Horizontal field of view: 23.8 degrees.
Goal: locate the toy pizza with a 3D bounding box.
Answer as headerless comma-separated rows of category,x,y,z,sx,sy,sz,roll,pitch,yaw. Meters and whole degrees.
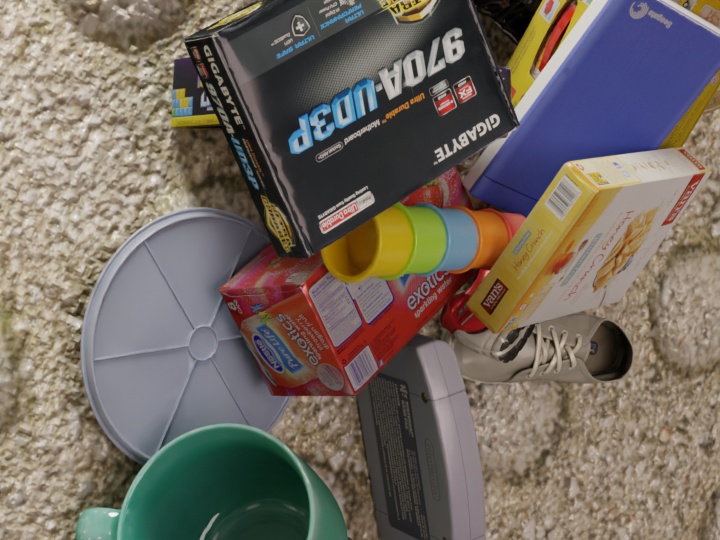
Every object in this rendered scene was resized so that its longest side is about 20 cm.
toy pizza,-0.126,0.053,1.290,0.199,0.032,0.202,-5,99,-37

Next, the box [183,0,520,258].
box,-0.002,-0.124,1.145,0.199,0.046,0.160,-32,108,-28

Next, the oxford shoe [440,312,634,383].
oxford shoe,0.157,0.064,1.467,0.199,0.058,0.076,5,97,-32

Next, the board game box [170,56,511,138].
board game box,-0.015,-0.128,1.262,0.199,0.165,0.057,1,93,-34

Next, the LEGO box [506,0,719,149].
LEGO box,0.209,-0.169,1.368,0.148,0.077,0.201,11,120,-33

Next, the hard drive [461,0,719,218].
hard drive,0.185,-0.121,1.322,0.131,0.025,0.201,20,115,-36

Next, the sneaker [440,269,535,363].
sneaker,0.130,-0.018,1.432,0.201,0.084,0.077,-56,163,-33

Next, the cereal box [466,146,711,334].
cereal box,0.181,-0.026,1.328,0.199,0.040,0.144,-11,140,-53

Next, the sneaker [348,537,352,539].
sneaker,-0.074,0.260,1.336,0.199,0.075,0.079,-13,94,-40

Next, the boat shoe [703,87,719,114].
boat shoe,0.261,-0.143,1.512,0.198,0.072,0.077,-13,117,-20

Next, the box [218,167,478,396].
box,0.000,0.000,1.306,0.200,0.095,0.100,-44,118,-38

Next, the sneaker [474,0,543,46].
sneaker,0.116,-0.229,1.379,0.201,0.070,0.098,51,35,-25

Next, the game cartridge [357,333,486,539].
game cartridge,0.048,0.145,1.358,0.041,0.133,0.202,-16,105,-31

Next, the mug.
mug,-0.097,0.194,1.249,0.152,0.184,0.115,-52,149,-9

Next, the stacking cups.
stacking cups,0.057,-0.018,1.260,0.199,0.060,0.061,3,94,-48
